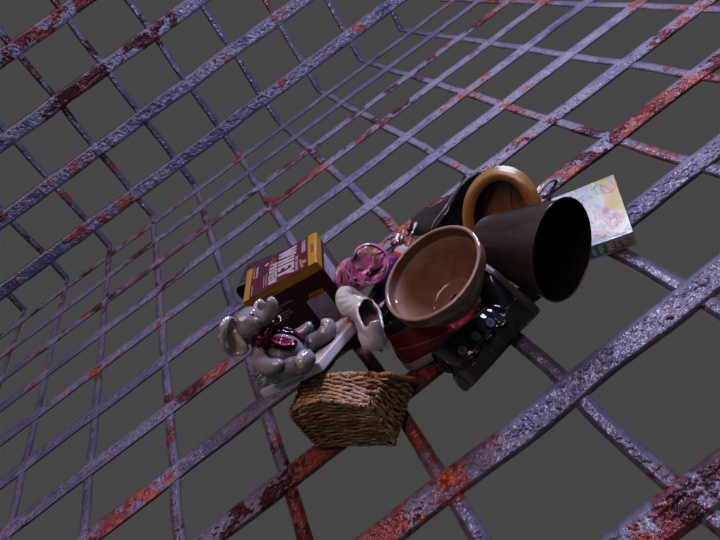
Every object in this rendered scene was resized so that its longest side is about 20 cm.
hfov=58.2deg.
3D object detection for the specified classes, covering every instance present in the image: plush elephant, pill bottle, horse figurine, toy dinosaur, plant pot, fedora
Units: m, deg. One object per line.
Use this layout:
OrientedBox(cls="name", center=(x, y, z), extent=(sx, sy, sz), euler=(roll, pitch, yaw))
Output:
OrientedBox(cls="plush elephant", center=(-0.166, 0.119, 1.195), extent=(0.199, 0.156, 0.165), euler=(-31, 9, 32))
OrientedBox(cls="pill bottle", center=(0.076, 0.058, 1.337), extent=(0.202, 0.112, 0.112), euler=(-60, 33, -4))
OrientedBox(cls="horse figurine", center=(0.078, -0.022, 1.471), extent=(0.133, 0.049, 0.201), euler=(-63, -3, -47))
OrientedBox(cls="toy dinosaur", center=(0.379, -0.148, 1.419), extent=(0.199, 0.048, 0.088), euler=(-37, 22, -9))
OrientedBox(cls="plant pot", center=(0.148, 0.026, 1.151), extent=(0.199, 0.093, 0.203), euler=(-29, 38, 26))
OrientedBox(cls="fedora", center=(0.307, -0.117, 1.356), extent=(0.198, 0.204, 0.081), euler=(-7, 3, 40))

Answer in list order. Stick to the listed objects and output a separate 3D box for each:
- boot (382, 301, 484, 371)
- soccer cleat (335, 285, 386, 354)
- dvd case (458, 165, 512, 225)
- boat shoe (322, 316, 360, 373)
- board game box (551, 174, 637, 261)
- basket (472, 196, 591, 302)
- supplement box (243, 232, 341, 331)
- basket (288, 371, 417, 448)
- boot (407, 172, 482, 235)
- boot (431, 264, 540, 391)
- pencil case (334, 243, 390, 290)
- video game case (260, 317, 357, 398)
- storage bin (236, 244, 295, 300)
OrientedBox(cls="boot", center=(0.137, 0.089, 1.226), extent=(0.198, 0.145, 0.073), euler=(-31, 28, 6))
OrientedBox(cls="soccer cleat", center=(0.003, 0.073, 1.208), extent=(0.068, 0.079, 0.201), euler=(-9, 32, -16))
OrientedBox(cls="dvd case", center=(0.283, -0.179, 1.589), extent=(0.141, 0.018, 0.201), euler=(-6, 42, 43))
OrientedBox(cls="boat shoe", center=(-0.054, 0.149, 1.422), extent=(0.199, 0.072, 0.076), euler=(-40, 18, -7))
OrientedBox(cls="board game box", center=(0.455, -0.099, 1.274), extent=(0.133, 0.034, 0.201), euler=(-22, 32, 24))
OrientedBox(cls="basket", center=(0.303, -0.043, 1.196), extent=(0.199, 0.134, 0.184), euler=(9, 89, 63))
OrientedBox(cls="supplement box", center=(-0.130, 0.063, 1.484), extent=(0.195, 0.201, 0.133), euler=(-28, 29, 12))
OrientedBox(cls="basket", center=(-0.020, 0.225, 1.193), extent=(0.198, 0.143, 0.150), euler=(-12, 37, 35))
OrientedBox(cls="boot", center=(0.203, -0.158, 1.556), extent=(0.200, 0.078, 0.138), euler=(-46, 26, -17))
OrientedBox(cls="boot", center=(0.201, 0.095, 1.175), extent=(0.200, 0.066, 0.164), euler=(-44, 61, -12))
OrientedBox(cls="pencil case", center=(0.000, 0.000, 1.334), extent=(0.085, 0.084, 0.200), euler=(-1, -7, -11))
OrientedBox(cls="video game case", center=(-0.087, 0.160, 1.268), extent=(0.181, 0.023, 0.200), euler=(-31, 9, 39))
OrientedBox(cls="storage bin", center=(-0.202, 0.035, 1.664), extent=(0.198, 0.136, 0.094), euler=(-20, 32, 25))
